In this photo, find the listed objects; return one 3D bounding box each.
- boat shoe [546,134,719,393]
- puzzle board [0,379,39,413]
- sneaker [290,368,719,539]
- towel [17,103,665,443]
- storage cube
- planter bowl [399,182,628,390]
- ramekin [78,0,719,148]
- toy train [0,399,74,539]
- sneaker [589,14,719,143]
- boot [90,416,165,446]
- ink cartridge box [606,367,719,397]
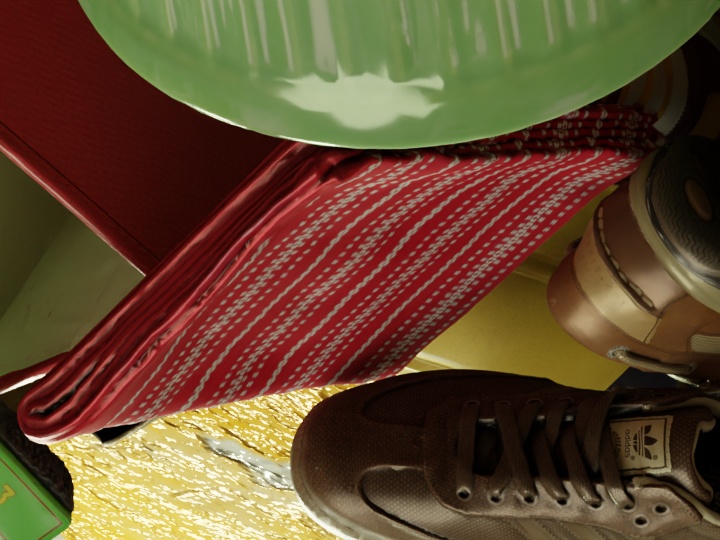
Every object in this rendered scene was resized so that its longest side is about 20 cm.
[{"bbox_3d":[0.126,0.004,0.892,0.074,0.076,0.200,-36,153,24],"label":"boat shoe"},{"bbox_3d":[-0.143,-0.018,0.987,0.151,0.200,0.017,49,130,3],"label":"puzzle board"},{"bbox_3d":[0.079,0.058,0.865,0.200,0.071,0.076,5,155,-7],"label":"sneaker"},{"bbox_3d":[0.000,0.000,0.802,0.145,0.022,0.200,-42,161,28],"label":"towel"},{"bbox_3d":[-0.116,-0.087,0.872,0.200,0.180,0.171,41,148,-21],"label":"storage cube"},{"bbox_3d":[0.042,0.004,0.988,0.200,0.084,0.200,18,177,1],"label":"planter bowl"},{"bbox_3d":[0.009,-0.138,0.696,0.200,0.200,0.098,12,145,18],"label":"ramekin"},{"bbox_3d":[-0.166,0.025,0.852,0.056,0.042,0.200,-35,116,10],"label":"toy train"},{"bbox_3d":[0.072,-0.068,0.895,0.075,0.090,0.200,1,147,35],"label":"sneaker"},{"bbox_3d":[-0.029,0.005,0.901,0.074,0.075,0.200,50,130,-4],"label":"boot"},{"bbox_3d":[0.134,0.062,1.089,0.197,0.047,0.200,0,164,39],"label":"ink cartridge box"}]
